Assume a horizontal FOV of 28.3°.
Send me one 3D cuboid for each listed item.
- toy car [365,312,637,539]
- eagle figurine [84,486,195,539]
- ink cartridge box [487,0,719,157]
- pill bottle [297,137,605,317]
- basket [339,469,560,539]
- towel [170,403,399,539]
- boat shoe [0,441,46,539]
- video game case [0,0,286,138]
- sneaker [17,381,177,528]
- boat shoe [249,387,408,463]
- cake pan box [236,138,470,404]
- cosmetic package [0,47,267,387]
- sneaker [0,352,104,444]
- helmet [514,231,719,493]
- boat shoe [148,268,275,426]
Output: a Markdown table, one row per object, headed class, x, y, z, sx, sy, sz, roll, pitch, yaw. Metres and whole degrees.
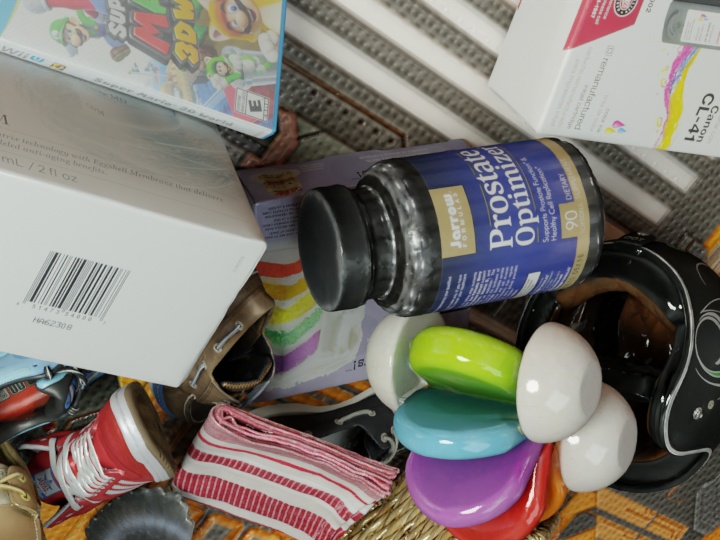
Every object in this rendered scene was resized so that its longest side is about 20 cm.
| class | x | y | z | sx | sy | sz | roll | pitch | yaw |
| --- | --- | --- | --- | --- | --- | --- | --- | --- | --- |
| toy car | 0.091 | 0.121 | 1.037 | 0.200 | 0.174 | 0.151 | 50 | 56 | -49 |
| eagle figurine | -0.169 | 0.286 | 1.181 | 0.152 | 0.150 | 0.201 | 83 | 29 | -77 |
| ink cartridge box | 0.216 | -0.172 | 1.073 | 0.199 | 0.086 | 0.148 | 4 | 119 | -27 |
| pill bottle | 0.062 | -0.028 | 1.011 | 0.199 | 0.112 | 0.112 | -10 | 125 | -22 |
| basket | 0.086 | 0.264 | 1.252 | 0.200 | 0.149 | 0.143 | -45 | 138 | 8 |
| towel | -0.066 | 0.164 | 1.092 | 0.143 | 0.023 | 0.200 | 22 | 152 | -7 |
| boat shoe | -0.258 | 0.164 | 0.989 | 0.074 | 0.200 | 0.067 | -6 | 107 | -24 |
| video game case | -0.132 | -0.175 | 0.875 | 0.199 | 0.018 | 0.144 | 16 | 69 | -34 |
| sneaker | -0.195 | 0.136 | 1.031 | 0.112 | 0.072 | 0.200 | -19 | 168 | -8 |
| boat shoe | -0.005 | 0.139 | 1.186 | 0.199 | 0.060 | 0.074 | -3 | 121 | -25 |
| cake pan box | 0.000 | 0.000 | 1.102 | 0.199 | 0.052 | 0.185 | -9 | 127 | -22 |
| cosmetic package | -0.189 | -0.057 | 0.862 | 0.198 | 0.200 | 0.123 | 15 | 121 | -34 |
| sneaker | -0.203 | 0.068 | 1.014 | 0.199 | 0.090 | 0.079 | -34 | 125 | -4 |
| helmet | 0.226 | 0.077 | 1.178 | 0.200 | 0.200 | 0.191 | -45 | 149 | 7 |
| boat shoe | -0.104 | 0.065 | 1.038 | 0.072 | 0.072 | 0.200 | -40 | 161 | -30 |
